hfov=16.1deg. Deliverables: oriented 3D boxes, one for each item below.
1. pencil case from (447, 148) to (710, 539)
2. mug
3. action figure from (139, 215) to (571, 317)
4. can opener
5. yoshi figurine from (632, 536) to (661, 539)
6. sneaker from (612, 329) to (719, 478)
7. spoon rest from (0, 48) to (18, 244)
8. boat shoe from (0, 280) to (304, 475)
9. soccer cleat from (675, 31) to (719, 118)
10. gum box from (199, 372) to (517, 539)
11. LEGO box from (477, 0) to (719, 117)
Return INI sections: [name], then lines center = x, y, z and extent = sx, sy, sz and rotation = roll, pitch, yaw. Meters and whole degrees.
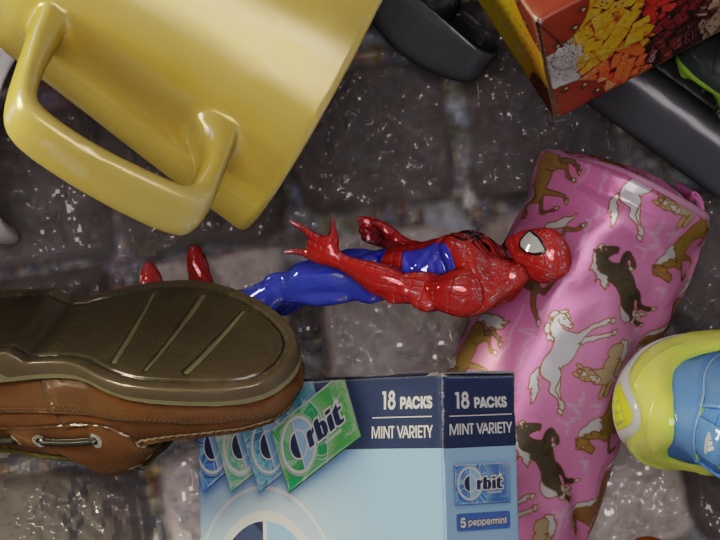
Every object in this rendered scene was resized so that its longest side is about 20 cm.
[pencil case]
center = 0.088, 0.045, 1.130
extent = 0.082, 0.086, 0.201
rotation = 19, 88, 32
[mug]
center = -0.080, -0.115, 1.080
extent = 0.152, 0.187, 0.150
rotation = 29, 100, -8
[action figure]
center = 0.000, 0.000, 1.106
extent = 0.199, 0.065, 0.052
rotation = -2, 95, 28
[can opener]
center = 0.091, -0.092, 1.162
extent = 0.199, 0.053, 0.067
rotation = 36, 121, 3
[yoshi figurine]
center = 0.206, 0.160, 1.065
extent = 0.198, 0.112, 0.113
rotation = 13, 79, 1
[sneaker]
center = 0.213, 0.062, 1.088
extent = 0.198, 0.105, 0.076
rotation = -10, 109, -20
[spoon rest]
center = -0.172, -0.114, 1.160
extent = 0.098, 0.061, 0.202
rotation = 2, 87, 2
[boat shoe]
center = -0.103, 0.050, 1.116
extent = 0.199, 0.072, 0.068
rotation = 5, 128, 35
[soccer cleat]
center = 0.235, -0.083, 1.122
extent = 0.199, 0.068, 0.082
rotation = 16, 111, -14
[gum box]
center = -0.002, 0.147, 1.085
extent = 0.044, 0.169, 0.202
rotation = 0, 86, -39
[LEGO box]
center = 0.099, -0.188, 1.102
extent = 0.148, 0.077, 0.201
rotation = -28, 59, -4
